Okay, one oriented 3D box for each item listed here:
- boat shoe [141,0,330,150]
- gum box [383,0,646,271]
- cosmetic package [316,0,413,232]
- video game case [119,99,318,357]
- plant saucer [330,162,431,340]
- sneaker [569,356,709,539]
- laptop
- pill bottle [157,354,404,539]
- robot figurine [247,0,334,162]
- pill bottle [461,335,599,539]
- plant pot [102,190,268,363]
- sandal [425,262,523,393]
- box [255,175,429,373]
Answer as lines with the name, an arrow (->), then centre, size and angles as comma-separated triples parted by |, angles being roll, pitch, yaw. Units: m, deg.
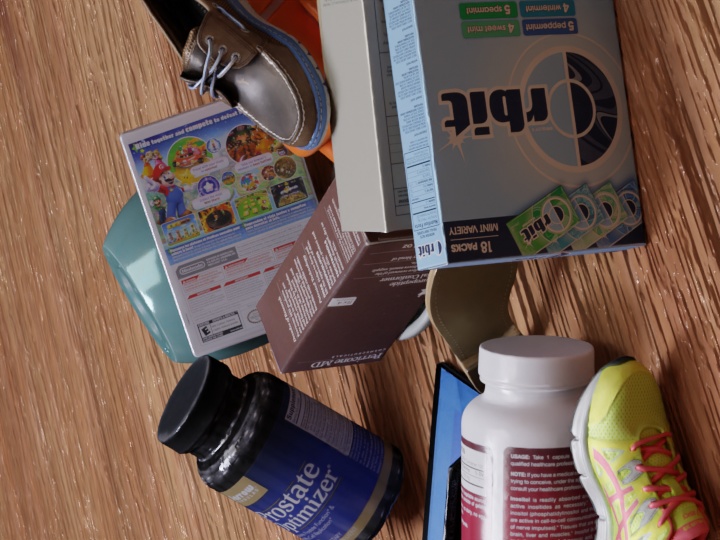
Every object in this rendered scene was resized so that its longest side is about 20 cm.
boat shoe -> -0.100, -0.156, 1.521 | 0.200, 0.072, 0.073 | 47, 130, 32
gum box -> 0.109, -0.108, 1.448 | 0.044, 0.169, 0.202 | -12, 84, 61
cosmetic package -> 0.034, -0.133, 1.485 | 0.073, 0.103, 0.202 | 5, 101, 60
video game case -> -0.106, -0.043, 1.747 | 0.018, 0.142, 0.201 | -129, 21, -78
plant saucer -> 0.040, -0.044, 1.717 | 0.200, 0.050, 0.202 | 20, 113, 60
sneaker -> 0.206, 0.158, 1.430 | 0.090, 0.078, 0.202 | -1, 100, 54
laptop -> 0.063, 0.194, 1.658 | 0.103, 0.200, 0.179 | 11, 111, 23
pill bottle -> -0.071, 0.157, 1.783 | 0.112, 0.199, 0.112 | -51, 19, 26
robot figurine -> -0.056, -0.170, 1.638 | 0.200, 0.117, 0.144 | 42, 180, -9
pill bottle -> 0.130, 0.154, 1.518 | 0.113, 0.112, 0.202 | 16, 109, 60
plant pot -> -0.134, -0.011, 1.852 | 0.201, 0.160, 0.201 | 54, 169, 16
sandal -> 0.077, 0.013, 1.559 | 0.070, 0.077, 0.212 | 54, 171, 37
box -> 0.000, 0.000, 1.643 | 0.200, 0.100, 0.075 | -55, 49, 51
